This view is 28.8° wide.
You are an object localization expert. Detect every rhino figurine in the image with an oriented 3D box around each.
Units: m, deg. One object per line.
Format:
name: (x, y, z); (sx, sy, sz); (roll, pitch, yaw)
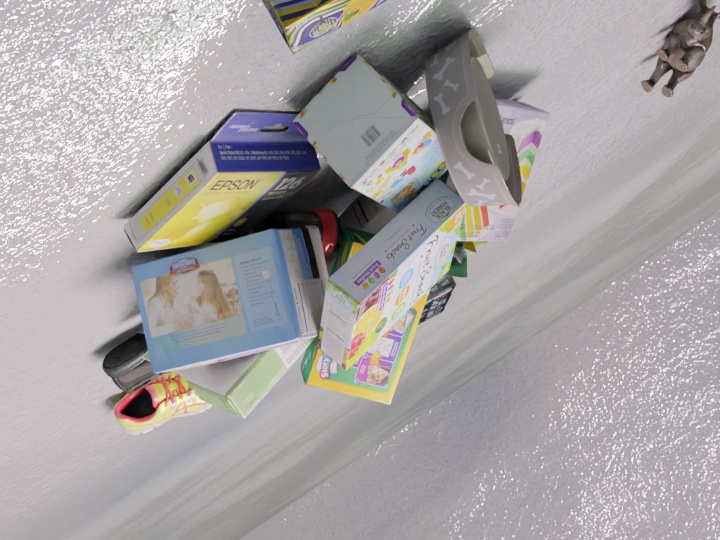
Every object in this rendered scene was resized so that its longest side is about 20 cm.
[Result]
rhino figurine: (0.461, -0.320, 1.972); (0.088, 0.060, 0.200); (-46, 170, -20)

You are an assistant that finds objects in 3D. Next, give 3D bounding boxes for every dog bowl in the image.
dog bowl: (0.127, -0.165, 1.578); (0.058, 0.203, 0.200); (-15, 170, 16)

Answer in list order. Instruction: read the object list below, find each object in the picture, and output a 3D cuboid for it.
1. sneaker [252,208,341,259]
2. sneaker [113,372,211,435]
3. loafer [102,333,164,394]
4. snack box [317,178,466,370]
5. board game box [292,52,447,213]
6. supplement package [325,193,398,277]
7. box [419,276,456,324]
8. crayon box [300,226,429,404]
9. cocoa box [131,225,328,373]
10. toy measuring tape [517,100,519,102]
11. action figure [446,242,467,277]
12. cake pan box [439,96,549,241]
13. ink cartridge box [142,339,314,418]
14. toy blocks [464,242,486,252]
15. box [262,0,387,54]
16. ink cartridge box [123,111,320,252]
sneaker: (-0.111, -0.027, 1.791); (0.097, 0.072, 0.200); (4, 158, -35)
sneaker: (-0.286, 0.187, 2.124); (0.199, 0.079, 0.090); (-31, 163, 1)
loafer: (-0.250, 0.101, 1.898); (0.198, 0.072, 0.063); (-26, 123, 6)
snack box: (0.036, 0.005, 1.625); (0.200, 0.053, 0.143); (-43, 161, -30)
board game box: (0.023, -0.147, 1.558); (0.105, 0.103, 0.200); (-45, 163, 8)
supplement package: (0.000, 0.000, 1.847); (0.200, 0.117, 0.117); (-45, -160, 8)
box: (0.069, 0.075, 2.519); (0.198, 0.046, 0.159); (-27, 165, -14)
crayon box: (0.009, 0.059, 1.775); (0.117, 0.058, 0.202); (15, 107, -15)
cocoa box: (-0.148, 0.034, 1.660); (0.198, 0.135, 0.131); (-14, 177, 21)
toy measuring tape: (0.144, -0.158, 1.859); (0.199, 0.074, 0.074); (-37, 166, -6)
action figure: (0.046, -0.039, 1.961); (0.197, 0.120, 0.055); (-2, -163, 16)
cake pan box: (0.152, -0.131, 1.801); (0.199, 0.052, 0.187); (1, 109, -55)
ink cartridge box: (-0.170, 0.099, 1.795); (0.199, 0.048, 0.146); (15, -124, 48)
toy blocks: (0.078, -0.049, 2.066); (0.136, 0.101, 0.199); (-28, 157, 27)
box: (0.008, -0.273, 1.211); (0.198, 0.071, 0.064); (-30, 168, -2)
ink cartridge box: (-0.134, -0.098, 1.560); (0.199, 0.047, 0.197); (-38, 164, 30)
